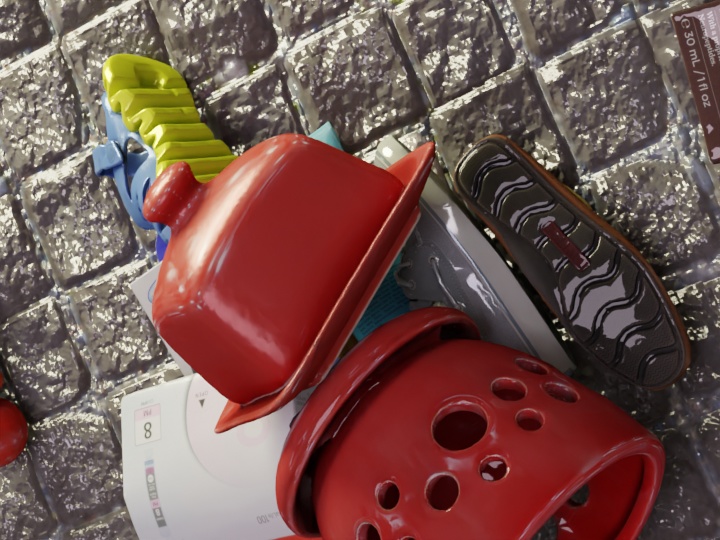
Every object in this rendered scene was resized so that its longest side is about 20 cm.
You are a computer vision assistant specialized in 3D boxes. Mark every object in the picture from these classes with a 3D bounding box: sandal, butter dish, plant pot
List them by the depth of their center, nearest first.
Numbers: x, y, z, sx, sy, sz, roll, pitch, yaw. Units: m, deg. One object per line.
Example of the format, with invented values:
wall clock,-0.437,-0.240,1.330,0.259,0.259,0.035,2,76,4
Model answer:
plant pot,0.061,0.132,1.488,0.182,0.200,0.201,40,114,24
butter dish,-0.069,-0.014,1.506,0.148,0.200,0.200,33,75,-9
sandal,-0.132,-0.060,1.657,0.087,0.079,0.200,-63,39,32

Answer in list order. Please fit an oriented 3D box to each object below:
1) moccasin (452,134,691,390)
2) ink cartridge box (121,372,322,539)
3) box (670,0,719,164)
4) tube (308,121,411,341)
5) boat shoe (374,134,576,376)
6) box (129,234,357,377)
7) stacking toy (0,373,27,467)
moccasin,0.140,-0.003,1.560,0.201,0.078,0.074,43,99,18
ink cartridge box,-0.089,0.167,1.626,0.162,0.057,0.201,-17,64,36
box,0.300,-0.137,1.454,0.199,0.075,0.101,-15,92,26
tube,0.000,0.000,1.639,0.077,0.050,0.200,-33,81,-5
boat shoe,0.060,0.004,1.590,0.071,0.070,0.201,-37,85,6
box,-0.076,0.042,1.688,0.119,0.041,0.200,-35,85,27
stacking toy,-0.311,0.057,1.791,0.085,0.085,0.201,-24,94,27
